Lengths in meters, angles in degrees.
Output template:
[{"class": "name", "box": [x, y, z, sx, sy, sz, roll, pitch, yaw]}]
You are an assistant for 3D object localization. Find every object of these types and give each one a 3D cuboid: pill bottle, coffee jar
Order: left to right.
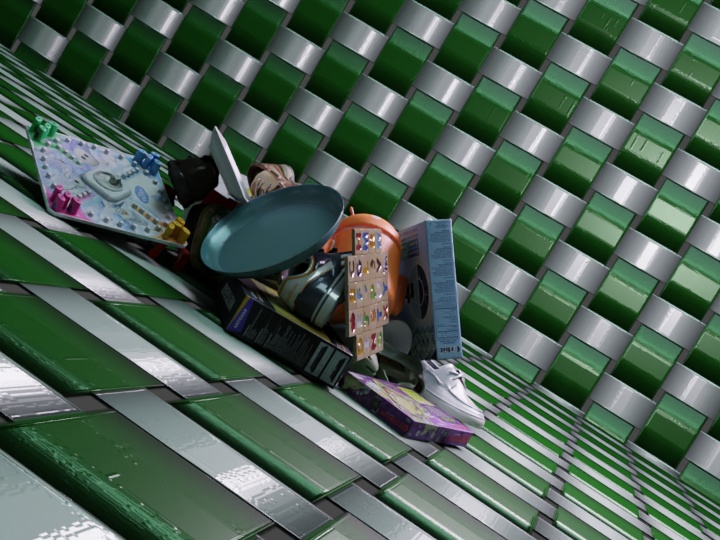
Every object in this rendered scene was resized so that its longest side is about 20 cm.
[{"class": "coffee jar", "box": [-0.164, -0.035, 1.596, 0.199, 0.105, 0.085, 11, -9, 31]}, {"class": "pill bottle", "box": [-0.007, 0.074, 1.748, 0.111, 0.111, 0.200, 29, 4, -39]}]

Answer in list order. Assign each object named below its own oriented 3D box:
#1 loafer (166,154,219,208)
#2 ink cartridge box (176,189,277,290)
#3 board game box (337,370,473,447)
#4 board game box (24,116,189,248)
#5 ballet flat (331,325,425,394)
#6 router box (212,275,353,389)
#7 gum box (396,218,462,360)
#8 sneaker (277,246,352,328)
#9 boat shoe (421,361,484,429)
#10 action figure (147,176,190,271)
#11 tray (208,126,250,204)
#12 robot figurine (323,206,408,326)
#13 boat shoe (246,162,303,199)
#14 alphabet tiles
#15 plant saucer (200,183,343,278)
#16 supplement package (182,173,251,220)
[{"class": "loafer", "box": [-0.235, -0.131, 1.631, 0.200, 0.071, 0.073, -132, -158, -76]}, {"class": "ink cartridge box", "box": [-0.170, -0.026, 1.688, 0.200, 0.117, 0.067, 34, 5, 29]}, {"class": "board game box", "box": [0.062, 0.184, 1.488, 0.120, 0.032, 0.200, 29, 2, 30]}, {"class": "board game box", "box": [-0.339, -0.121, 1.518, 0.199, 0.026, 0.200, 15, 31, -37]}, {"class": "ballet flat", "box": [0.022, 0.134, 1.606, 0.199, 0.067, 0.064, 26, 37, -40]}, {"class": "router box", "box": [-0.104, 0.069, 1.452, 0.157, 0.052, 0.200, 30, 3, -17]}, {"class": "gum box", "box": [0.097, 0.034, 1.690, 0.044, 0.202, 0.170, -3, -5, -17]}, {"class": "sneaker", "box": [-0.047, 0.006, 1.470, 0.079, 0.079, 0.200, 30, 19, 5]}, {"class": "boat shoe", "box": [0.130, 0.180, 1.800, 0.072, 0.069, 0.200, 28, 5, -46]}, {"class": "action figure", "box": [-0.301, -0.062, 1.606, 0.065, 0.099, 0.201, 33, 24, -35]}, {"class": "tray", "box": [-0.187, -0.141, 1.609, 0.200, 0.022, 0.108, 172, -105, -88]}, {"class": "robot figurine", "box": [-0.001, -0.001, 1.644, 0.143, 0.201, 0.117, 6, -41, 4]}, {"class": "boat shoe", "box": [-0.132, -0.112, 1.699, 0.071, 0.076, 0.200, 14, 16, -21]}, {"class": "alphabet tiles", "box": [0.010, 0.029, 1.480, 0.006, 0.168, 0.200, 0, 2, 16]}, {"class": "plant saucer", "box": [-0.111, -0.047, 1.468, 0.200, 0.199, 0.028, 37, -27, 56]}, {"class": "supplement package", "box": [-0.185, -0.077, 1.840, 0.199, 0.110, 0.113, 24, 27, 37]}]
